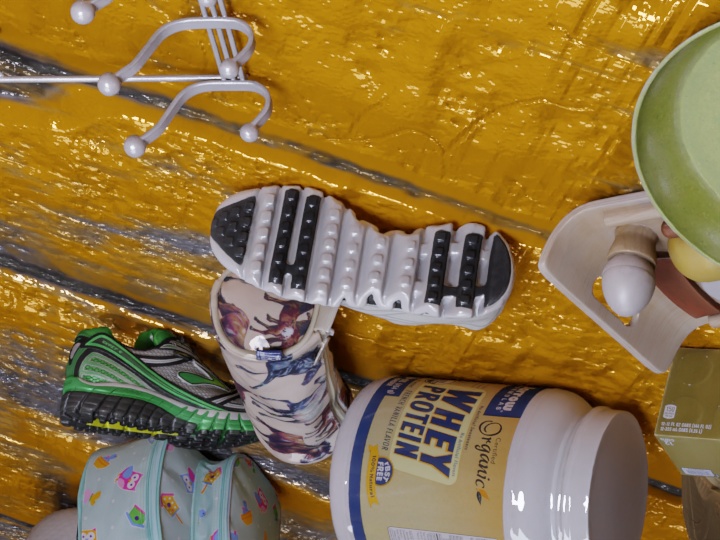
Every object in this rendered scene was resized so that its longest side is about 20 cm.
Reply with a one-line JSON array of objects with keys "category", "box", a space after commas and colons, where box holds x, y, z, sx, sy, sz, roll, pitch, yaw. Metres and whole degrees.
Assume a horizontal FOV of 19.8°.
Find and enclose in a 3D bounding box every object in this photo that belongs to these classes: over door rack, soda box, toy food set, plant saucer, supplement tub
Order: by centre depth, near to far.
[{"category": "plant saucer", "box": [0.236, -0.063, 1.034, 0.198, 0.031, 0.201, 14, 140, 12]}, {"category": "over door rack", "box": [-0.157, -0.131, 1.149, 0.198, 0.067, 0.148, 11, 154, 12]}, {"category": "toy food set", "box": [0.222, 0.010, 1.196, 0.199, 0.061, 0.143, -9, 144, 40]}, {"category": "soda box", "box": [0.296, 0.097, 1.320, 0.199, 0.068, 0.064, 2, 151, 30]}, {"category": "supplement tub", "box": [0.093, 0.153, 1.475, 0.199, 0.145, 0.145, 3, 151, 27]}]

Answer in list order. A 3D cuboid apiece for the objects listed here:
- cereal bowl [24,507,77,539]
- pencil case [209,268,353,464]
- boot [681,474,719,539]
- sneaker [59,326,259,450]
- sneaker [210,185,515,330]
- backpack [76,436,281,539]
[{"category": "cereal bowl", "box": [-0.235, 0.286, 2.028, 0.198, 0.084, 0.200, 14, 155, 7]}, {"category": "pencil case", "box": [-0.050, 0.069, 1.474, 0.089, 0.078, 0.200, 25, 158, 19]}, {"category": "boot", "box": [0.307, 0.154, 1.413, 0.154, 0.073, 0.200, -8, -174, -5]}, {"category": "sneaker", "box": [-0.131, 0.088, 1.573, 0.199, 0.086, 0.078, 14, 160, -33]}, {"category": "sneaker", "box": [0.000, 0.000, 1.317, 0.198, 0.076, 0.081, 14, 164, 9]}, {"category": "backpack", "box": [-0.155, 0.233, 1.769, 0.152, 0.177, 0.200, -16, 141, 23]}]
